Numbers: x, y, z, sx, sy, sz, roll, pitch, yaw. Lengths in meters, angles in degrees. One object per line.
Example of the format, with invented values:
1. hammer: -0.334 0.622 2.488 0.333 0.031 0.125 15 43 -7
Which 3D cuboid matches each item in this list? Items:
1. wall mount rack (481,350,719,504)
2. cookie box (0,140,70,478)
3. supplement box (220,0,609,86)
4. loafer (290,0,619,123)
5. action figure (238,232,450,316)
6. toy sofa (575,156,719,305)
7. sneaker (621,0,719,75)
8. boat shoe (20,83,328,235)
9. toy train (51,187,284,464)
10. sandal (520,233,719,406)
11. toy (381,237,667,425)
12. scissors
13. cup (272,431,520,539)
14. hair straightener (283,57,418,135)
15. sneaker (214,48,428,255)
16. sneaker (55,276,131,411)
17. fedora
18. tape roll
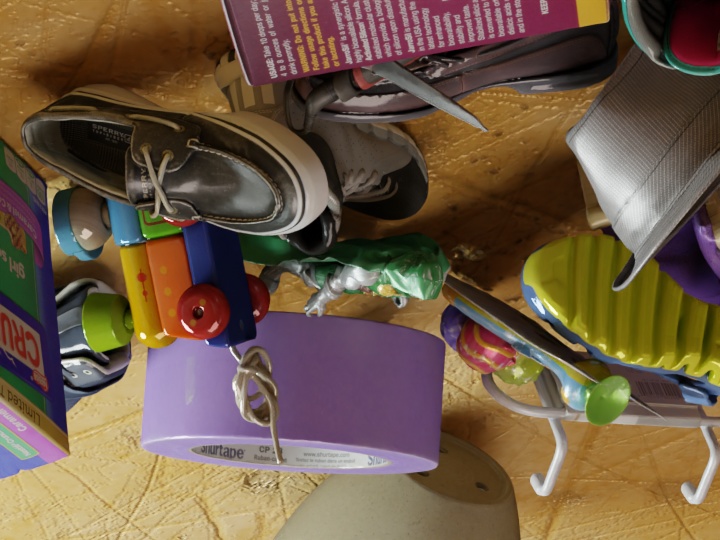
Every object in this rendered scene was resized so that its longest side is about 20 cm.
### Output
1. wall mount rack: 0.162 0.086 1.906 0.200 0.174 0.075 5 126 -19
2. cookie box: -0.249 0.002 1.632 0.075 0.200 0.171 -19 146 17
3. supplement box: 0.022 -0.192 1.461 0.200 0.131 0.103 -11 146 3
4. loafer: 0.056 -0.137 1.621 0.200 0.072 0.063 -9 134 -12
5. action figure: 0.000 0.000 1.733 0.118 0.055 0.200 -4 -177 -25
6. toy sofa: 0.212 -0.008 1.817 0.083 0.098 0.200 -17 147 14
7. sneaker: 0.209 -0.160 1.558 0.200 0.121 0.084 19 138 -36
8. boat shoe: -0.112 -0.056 1.600 0.200 0.071 0.072 15 118 34
9. toy train: -0.121 0.032 1.728 0.116 0.200 0.085 -10 -178 20
10. sandal: 0.187 0.040 1.770 0.200 0.080 0.087 25 159 -16
11. toy: 0.097 0.051 1.803 0.115 0.200 0.047 29 92 -43
12. scissors: -0.004 -0.119 1.530 0.014 0.200 0.073 -18 146 -45
13. cup: 0.040 0.202 2.044 0.200 0.200 0.143 11 117 -27
14. hair straightener: 0.037 -0.144 1.576 0.200 0.077 0.041 -37 120 2
15. sneaker: -0.020 -0.048 1.684 0.075 0.116 0.200 -25 143 24
16. sneaker: -0.245 0.049 1.806 0.202 0.077 0.146 7 157 -39
17. fedora: 0.181 -0.085 1.630 0.090 0.200 0.177 40 130 7
18. tape roll: -0.044 0.083 1.842 0.200 0.085 0.200 3 171 0
